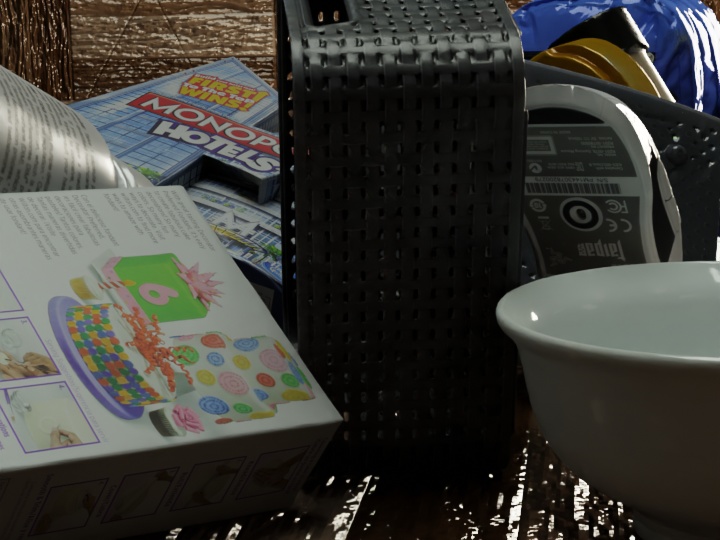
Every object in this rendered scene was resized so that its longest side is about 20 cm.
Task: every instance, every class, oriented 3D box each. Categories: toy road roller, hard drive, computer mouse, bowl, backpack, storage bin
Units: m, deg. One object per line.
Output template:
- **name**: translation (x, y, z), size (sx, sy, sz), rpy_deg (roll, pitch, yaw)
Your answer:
- **toy road roller**: translation (0.095, -0.057, 1.079), size (0.146, 0.123, 0.200), rpy_deg (-20, -12, -46)
- **hard drive**: translation (0.084, -0.041, 0.949), size (0.200, 0.135, 0.042), rpy_deg (13, -26, -7)
- **computer mouse**: translation (0.116, -0.014, 0.848), size (0.110, 0.200, 0.044), rpy_deg (4, 44, 27)
- **bowl**: translation (0.152, 0.055, 0.702), size (0.201, 0.090, 0.201), rpy_deg (-2, 9, 0)
- **backpack**: translation (0.172, -0.095, 1.255), size (0.162, 0.200, 0.168), rpy_deg (3, 11, 21)
- **storage bin**: translation (0.014, -0.023, 0.800), size (0.094, 0.200, 0.135), rpy_deg (-2, 27, -5)

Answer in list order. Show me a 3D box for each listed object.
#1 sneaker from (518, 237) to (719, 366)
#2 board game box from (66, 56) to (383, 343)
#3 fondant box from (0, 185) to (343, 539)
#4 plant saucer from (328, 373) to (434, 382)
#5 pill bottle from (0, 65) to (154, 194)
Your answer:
- **sneaker**: translation (0.159, 0.013, 1.006), size (0.082, 0.074, 0.200), rpy_deg (12, 21, 41)
- **board game box**: translation (-0.074, -0.049, 1.003), size (0.200, 0.062, 0.200), rpy_deg (19, 30, 18)
- **fondant box**: translation (-0.127, 0.036, 0.716), size (0.200, 0.058, 0.144), rpy_deg (-6, 46, -39)
- **plant saucer**: translation (-0.022, 0.049, 0.980), size (0.200, 0.019, 0.070), rpy_deg (-7, 11, -34)
- **pill bottle**: translation (-0.179, -0.038, 0.815), size (0.113, 0.113, 0.200), rpy_deg (5, -15, 33)
